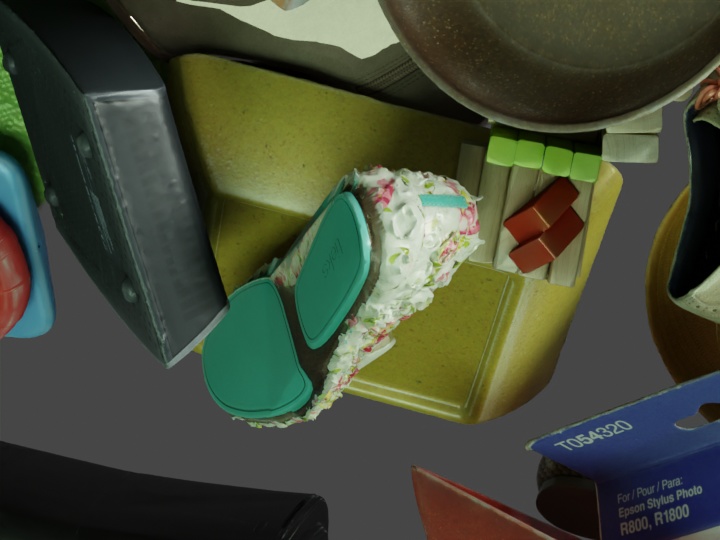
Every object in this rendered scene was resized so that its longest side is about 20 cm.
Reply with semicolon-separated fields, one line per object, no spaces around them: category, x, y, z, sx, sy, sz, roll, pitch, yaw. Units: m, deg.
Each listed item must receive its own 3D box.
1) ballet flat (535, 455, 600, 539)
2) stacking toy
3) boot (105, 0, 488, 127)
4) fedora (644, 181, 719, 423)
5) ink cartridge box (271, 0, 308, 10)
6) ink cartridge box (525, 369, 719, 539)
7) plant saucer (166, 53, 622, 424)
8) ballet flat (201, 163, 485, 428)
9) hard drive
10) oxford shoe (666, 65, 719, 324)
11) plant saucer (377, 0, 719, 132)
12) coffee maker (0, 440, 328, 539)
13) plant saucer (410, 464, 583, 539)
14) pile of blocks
ballet flat;0.180;0.119;1.375;0.199;0.047;0.068;17;144;1
stacking toy;-0.226;0.037;1.341;0.109;0.201;0.117;4;131;16
boot;-0.019;-0.128;1.225;0.146;0.070;0.200;-28;120;32
fedora;0.209;0.033;1.261;0.199;0.082;0.202;10;131;12
ink cartridge box;-0.074;-0.216;1.118;0.200;0.050;0.163;37;147;11
ink cartridge box;0.202;0.103;1.235;0.199;0.044;0.196;25;149;-30
plant saucer;0.000;0.000;1.287;0.198;0.049;0.200;14;149;1
ballet flat;-0.005;0.015;1.209;0.064;0.076;0.200;-9;164;-26
hard drive;-0.109;-0.048;1.241;0.042;0.200;0.136;-20;112;-12
oxford shoe;0.166;-0.073;1.106;0.074;0.070;0.202;7;95;-29
plant saucer;0.090;-0.153;1.124;0.199;0.037;0.202;-2;87;35
coffee maker;-0.123;0.147;1.440;0.198;0.135;0.193;7;130;13
plant saucer;0.132;0.160;1.303;0.199;0.037;0.199;25;178;30
pile of blocks;0.099;-0.079;1.164;0.082;0.062;0.201;34;102;-4
